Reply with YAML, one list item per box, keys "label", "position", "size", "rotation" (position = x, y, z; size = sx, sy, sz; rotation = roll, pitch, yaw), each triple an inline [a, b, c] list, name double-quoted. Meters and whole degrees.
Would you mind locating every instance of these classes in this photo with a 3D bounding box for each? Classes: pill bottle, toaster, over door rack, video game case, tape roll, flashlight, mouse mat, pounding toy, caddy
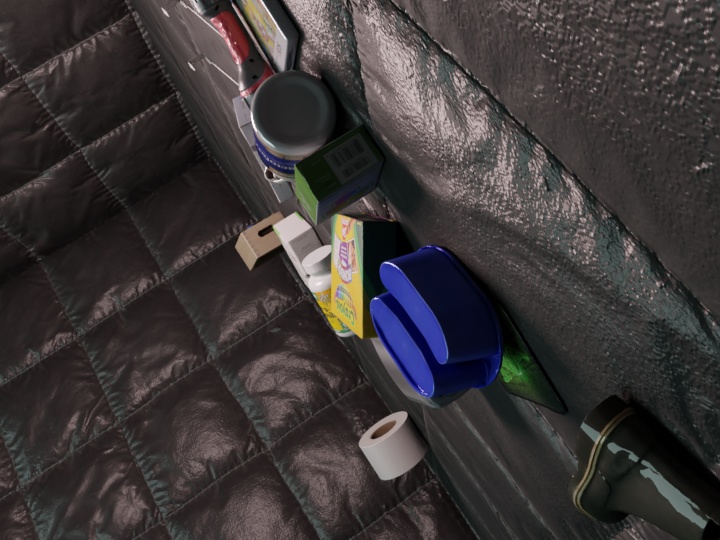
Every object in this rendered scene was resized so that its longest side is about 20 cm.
- label: "pill bottle"
  position: [-0.096, -0.197, 1.027]
  size: [0.116, 0.115, 0.200]
  rotation: [56, 172, 3]
- label: "toaster"
  position: [0.103, 0.139, 1.140]
  size: [0.201, 0.113, 0.129]
  rotation: [61, 169, -6]
- label: "over door rack"
  position: [-0.223, -0.374, 1.200]
  size: [0.199, 0.067, 0.148]
  rotation: [31, 162, 21]
- label: "pill bottle"
  position: [-0.052, 0.046, 1.667]
  size: [0.201, 0.112, 0.113]
  rotation: [61, 171, -21]
- label: "video game case"
  position: [-0.153, -0.378, 1.002]
  size: [0.201, 0.023, 0.182]
  rotation: [58, 171, -2]
- label: "tape roll"
  position: [0.113, 0.601, 2.452]
  size: [0.140, 0.202, 0.203]
  rotation: [57, 171, -5]
- label: "flashlight"
  position: [-0.187, -0.333, 1.057]
  size: [0.201, 0.068, 0.068]
  rotation: [59, 172, -21]
- label: "mouse mat"
  position: [0.184, 0.105, 0.919]
  size: [0.161, 0.008, 0.200]
  rotation: [58, 172, -3]
- label: "pounding toy"
  position: [-0.317, -0.121, 2.406]
  size: [0.143, 0.199, 0.184]
  rotation: [56, 157, 4]
- label: "caddy"
  position: [0.099, 0.061, 0.893]
  size: [0.200, 0.104, 0.142]
  rotation: [56, 147, 35]

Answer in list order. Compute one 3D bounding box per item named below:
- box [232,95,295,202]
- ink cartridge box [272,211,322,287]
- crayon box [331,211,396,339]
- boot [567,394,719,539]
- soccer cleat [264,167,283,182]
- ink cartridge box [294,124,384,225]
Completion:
- label: "box"
  position: [-0.211, -0.267, 1.555]
  size: [0.156, 0.041, 0.201]
  rotation: [-112, -2, -53]
- label: "ink cartridge box"
  position: [-0.146, -0.042, 1.964]
  size: [0.201, 0.084, 0.145]
  rotation: [62, 170, -30]
- label: "crayon box"
  position: [0.000, 0.000, 1.130]
  size: [0.200, 0.058, 0.174]
  rotation: [-151, 61, -73]
- label: "boot"
  position: [0.269, 0.223, 0.665]
  size: [0.138, 0.077, 0.200]
  rotation: [43, 165, 41]
- label: "soccer cleat"
  position: [-0.158, -0.210, 1.421]
  size: [0.070, 0.086, 0.200]
  rotation: [58, 172, -6]
- label: "ink cartridge box"
  position: [-0.033, -0.120, 0.991]
  size: [0.060, 0.103, 0.200]
  rotation: [57, 171, 5]
